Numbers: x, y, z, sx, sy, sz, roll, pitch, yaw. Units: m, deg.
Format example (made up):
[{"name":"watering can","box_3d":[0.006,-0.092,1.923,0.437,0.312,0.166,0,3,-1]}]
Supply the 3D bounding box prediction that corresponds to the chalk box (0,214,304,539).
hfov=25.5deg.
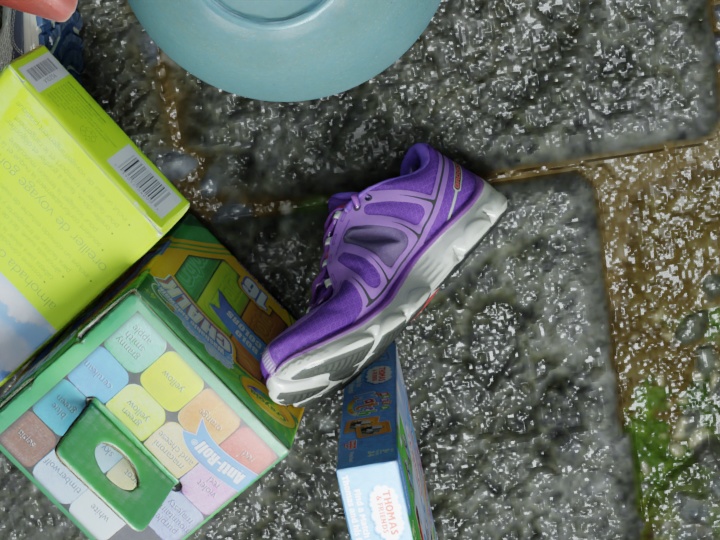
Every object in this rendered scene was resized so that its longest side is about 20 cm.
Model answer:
[{"name":"chalk box","box_3d":[-0.114,0.073,0.891,0.124,0.200,0.125,-40,101,15]}]

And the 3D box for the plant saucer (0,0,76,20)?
[{"name":"plant saucer","box_3d":[-0.227,-0.254,0.851,0.199,0.037,0.200,18,103,19]}]

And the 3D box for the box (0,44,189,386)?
[{"name":"box","box_3d":[-0.203,-0.015,0.889,0.200,0.048,0.122,-39,96,29]}]

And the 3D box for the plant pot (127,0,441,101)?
[{"name":"plant pot","box_3d":[-0.045,-0.183,0.860,0.200,0.135,0.201,0,104,2]}]

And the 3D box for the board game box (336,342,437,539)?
[{"name":"board game box","box_3d":[0.019,0.143,0.911,0.037,0.200,0.152,-11,105,3]}]

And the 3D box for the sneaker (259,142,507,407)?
[{"name":"sneaker","box_3d":[0.000,0.000,0.901,0.083,0.200,0.081,41,141,3]}]

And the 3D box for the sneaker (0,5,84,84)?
[{"name":"sneaker","box_3d":[-0.211,-0.088,0.921,0.085,0.077,0.200,6,104,4]}]
